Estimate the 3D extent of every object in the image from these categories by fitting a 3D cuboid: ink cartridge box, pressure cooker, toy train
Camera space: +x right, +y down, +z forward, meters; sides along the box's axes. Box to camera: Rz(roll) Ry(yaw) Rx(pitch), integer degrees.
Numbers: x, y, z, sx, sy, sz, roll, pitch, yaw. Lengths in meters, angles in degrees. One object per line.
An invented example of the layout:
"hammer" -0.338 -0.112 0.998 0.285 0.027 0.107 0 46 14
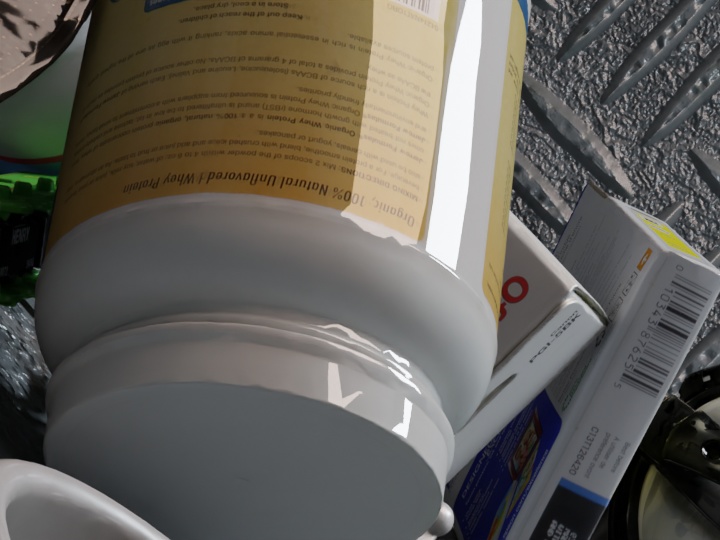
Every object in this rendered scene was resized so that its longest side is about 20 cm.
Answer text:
"ink cartridge box" 0.109 0.064 1.421 0.047 0.198 0.200 24 9 -7
"ink cartridge box" 0.000 0.000 1.330 0.200 0.147 0.083 48 4 22
"pressure cooker" 0.205 0.145 1.450 0.200 0.175 0.180 115 -27 -73
"toy train" -0.124 -0.015 0.961 0.056 0.042 0.200 9 5 7

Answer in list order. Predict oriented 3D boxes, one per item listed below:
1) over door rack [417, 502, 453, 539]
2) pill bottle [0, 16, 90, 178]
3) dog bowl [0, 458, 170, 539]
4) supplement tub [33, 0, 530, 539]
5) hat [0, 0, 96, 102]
"over door rack" -0.039 0.056 1.011 0.148 0.067 0.200 46 5 -7
"pill bottle" -0.102 -0.070 1.098 0.109 0.109 0.200 49 -4 40
"dog bowl" -0.034 0.120 0.564 0.200 0.059 0.200 44 5 -5
"supplement tub" -0.024 -0.023 0.869 0.145 0.144 0.201 41 46 -43
"hat" -0.184 -0.100 0.880 0.201 0.200 0.081 47 -36 17
